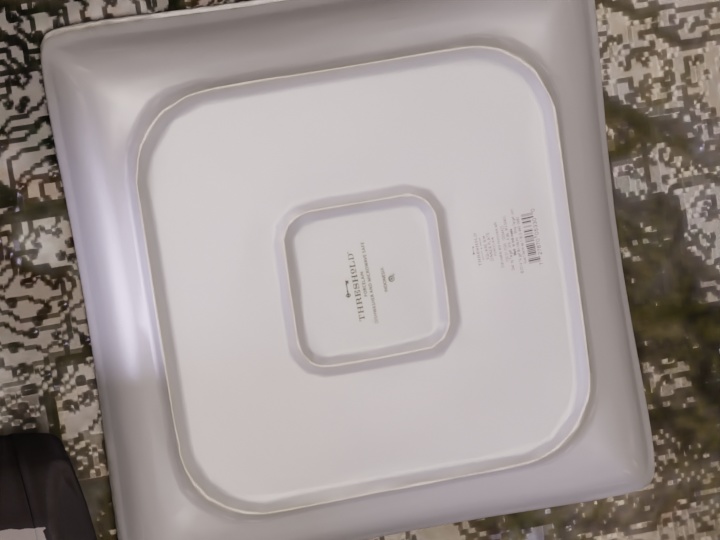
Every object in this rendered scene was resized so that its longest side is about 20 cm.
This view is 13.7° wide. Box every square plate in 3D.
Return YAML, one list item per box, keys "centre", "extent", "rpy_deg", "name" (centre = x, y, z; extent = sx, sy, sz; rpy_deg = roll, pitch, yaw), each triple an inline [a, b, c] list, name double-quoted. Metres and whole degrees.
- centre: [0.000, 0.000, 1.054]
  extent: [0.197, 0.028, 0.201]
  rpy_deg: [-10, 100, -8]
  name: "square plate"

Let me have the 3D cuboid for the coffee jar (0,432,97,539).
- centre: [-0.184, 0.121, 1.009]
  extent: [0.199, 0.085, 0.105]
  rpy_deg: [-13, 102, -8]
  name: "coffee jar"
